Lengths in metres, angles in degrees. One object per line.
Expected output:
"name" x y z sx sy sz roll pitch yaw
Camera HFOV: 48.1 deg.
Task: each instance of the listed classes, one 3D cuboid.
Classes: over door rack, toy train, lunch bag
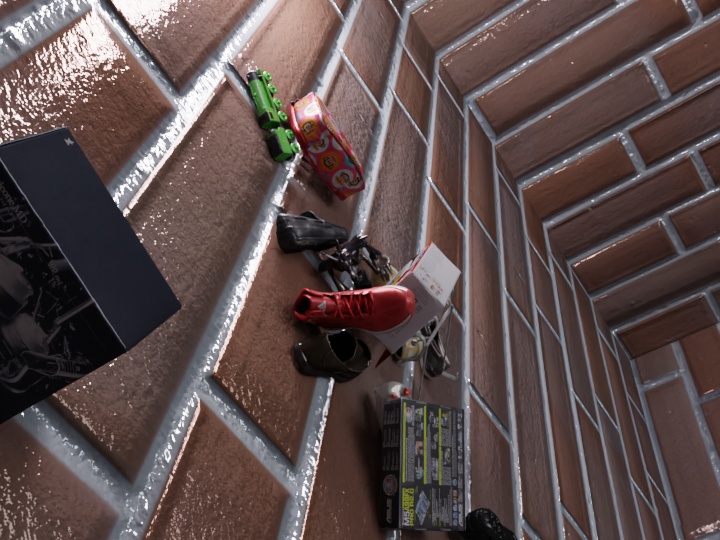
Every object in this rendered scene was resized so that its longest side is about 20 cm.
"over door rack" 0.129 0.165 1.537 0.148 0.066 0.202 -48 139 -48
"toy train" -0.172 -0.296 1.534 0.056 0.042 0.201 -2 66 -53
"lunch bag" -0.066 -0.257 1.624 0.200 0.081 0.177 55 13 -37

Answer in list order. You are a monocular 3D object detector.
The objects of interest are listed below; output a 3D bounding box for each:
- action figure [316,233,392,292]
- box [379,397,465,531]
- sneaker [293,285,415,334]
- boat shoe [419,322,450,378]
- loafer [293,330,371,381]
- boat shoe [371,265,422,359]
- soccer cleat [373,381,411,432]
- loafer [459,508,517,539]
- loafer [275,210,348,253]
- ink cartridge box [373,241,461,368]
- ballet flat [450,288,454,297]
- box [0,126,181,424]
"action figure" 0.000 0.000 1.469 0.102 0.119 0.200 52 11 21
"box" 0.104 0.316 1.306 0.159 0.044 0.202 16 67 -40
"sneaker" -0.020 0.063 1.272 0.115 0.199 0.079 9 71 -55
"boat shoe" 0.152 0.136 1.715 0.067 0.057 0.201 39 32 -43
"loafer" -0.028 0.137 1.312 0.200 0.071 0.074 8 57 -62
"boat shoe" 0.062 0.079 1.585 0.076 0.071 0.201 -7 69 -49
"soccer cleat" 0.072 0.287 1.375 0.069 0.077 0.202 -13 90 -30
"loafer" 0.240 0.499 1.469 0.201 0.070 0.068 51 24 -35
"loafer" -0.083 -0.072 1.432 0.200 0.068 0.071 -5 77 -62
"ink cartridge box" 0.078 0.059 1.430 0.084 0.176 0.200 45 22 -2
"ballet flat" 0.120 0.053 1.633 0.063 0.200 0.076 4 67 -21
"box" -0.302 0.006 0.735 0.201 0.181 0.104 58 23 -9
